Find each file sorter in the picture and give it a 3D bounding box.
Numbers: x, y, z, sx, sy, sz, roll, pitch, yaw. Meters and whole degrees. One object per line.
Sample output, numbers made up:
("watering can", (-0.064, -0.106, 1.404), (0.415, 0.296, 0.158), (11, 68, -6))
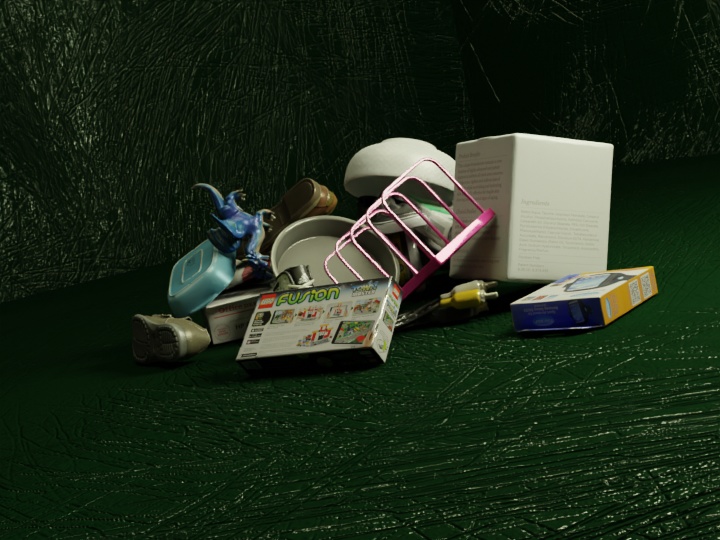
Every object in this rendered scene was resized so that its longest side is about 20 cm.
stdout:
("file sorter", (0.057, -0.040, 1.540), (0.139, 0.125, 0.200), (-41, -4, -40))

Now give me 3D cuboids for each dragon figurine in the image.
("dragon figurine", (-0.200, -0.068, 1.728), (0.099, 0.200, 0.059), (-49, -9, -36))

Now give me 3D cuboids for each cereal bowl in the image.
("cereal bowl", (0.075, -0.165, 1.848), (0.200, 0.083, 0.200), (7, -9, 1))

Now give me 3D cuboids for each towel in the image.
("towel", (-0.182, -0.003, 1.826), (0.200, 0.023, 0.144), (-21, 14, 8))

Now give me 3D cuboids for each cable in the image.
("cable", (0.088, 0.048, 1.521), (0.200, 0.050, 0.097), (-10, 9, 1))

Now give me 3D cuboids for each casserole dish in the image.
("casserole dish", (-0.253, 0.006, 1.758), (0.121, 0.039, 0.200), (-35, 20, 9))

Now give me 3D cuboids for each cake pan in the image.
("cake pan", (-0.040, 0.000, 1.712), (0.200, 0.200, 0.037), (-14, -35, -26))

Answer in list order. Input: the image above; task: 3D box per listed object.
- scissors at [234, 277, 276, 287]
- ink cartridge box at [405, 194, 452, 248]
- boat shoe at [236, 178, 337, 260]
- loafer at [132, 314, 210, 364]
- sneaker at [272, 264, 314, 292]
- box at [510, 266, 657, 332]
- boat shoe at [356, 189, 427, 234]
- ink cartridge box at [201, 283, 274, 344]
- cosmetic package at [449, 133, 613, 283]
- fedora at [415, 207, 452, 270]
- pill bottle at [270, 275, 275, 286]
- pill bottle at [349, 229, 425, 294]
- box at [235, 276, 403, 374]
("scissors", (-0.180, 0.021, 1.803), (0.073, 0.014, 0.200), (-12, 7, -11))
("ink cartridge box", (0.184, -0.062, 1.818), (0.200, 0.050, 0.161), (9, 16, -29))
("boat shoe", (-0.122, -0.067, 1.802), (0.200, 0.072, 0.068), (-32, -37, 27))
("loafer", (-0.284, 0.104, 1.664), (0.070, 0.075, 0.200), (-2, 5, -33))
("sneaker", (-0.071, 0.052, 1.488), (0.076, 0.116, 0.200), (-15, 8, -29))
("box", (0.271, 0.036, 1.369), (0.119, 0.042, 0.200), (-7, 6, 35))
("boat shoe", (0.045, -0.098, 1.795), (0.070, 0.066, 0.200), (-14, 9, -18))
("ink cartridge box", (-0.190, 0.067, 1.773), (0.115, 0.068, 0.200), (-14, 6, -10))
("cosmetic package", (0.238, -0.082, 1.583), (0.166, 0.200, 0.167), (3, 1, -24))
("fedora", (0.166, -0.071, 1.958), (0.200, 0.177, 0.090), (1, 20, -9))
("pill bottle", (-0.054, -0.006, 1.954), (0.200, 0.116, 0.116), (-13, 7, -17))
("pill bottle", (0.000, 0.000, 1.827), (0.200, 0.113, 0.112), (-12, 6, 3))
("box", (-0.051, 0.070, 1.393), (0.200, 0.035, 0.110), (-7, 47, 30))
